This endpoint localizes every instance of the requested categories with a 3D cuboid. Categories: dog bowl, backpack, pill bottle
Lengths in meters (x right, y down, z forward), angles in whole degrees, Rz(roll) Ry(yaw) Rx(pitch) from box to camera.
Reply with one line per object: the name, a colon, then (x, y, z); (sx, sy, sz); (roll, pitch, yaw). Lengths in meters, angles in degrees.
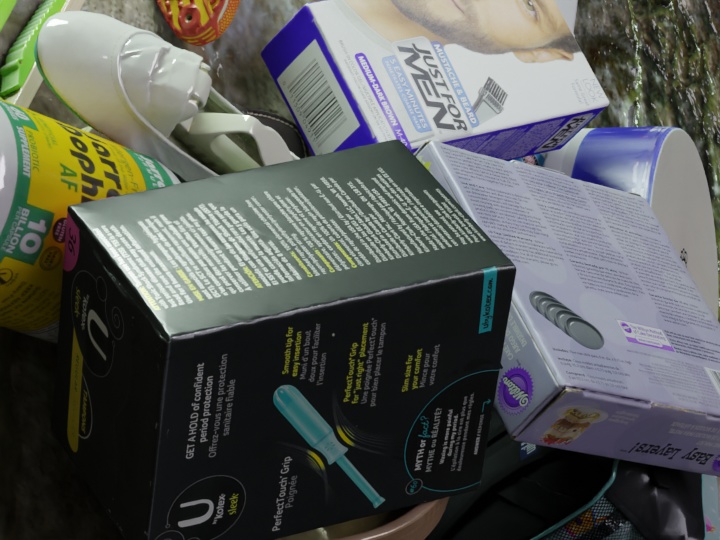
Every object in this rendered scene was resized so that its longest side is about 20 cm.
dog bowl: (0.179, 0.004, 1.979); (0.200, 0.079, 0.201); (-2, 90, -71)
backpack: (0.115, 0.157, 1.766); (0.153, 0.200, 0.176); (50, 23, -25)
pill bottle: (-0.159, -0.019, 1.577); (0.200, 0.113, 0.113); (21, 56, -46)

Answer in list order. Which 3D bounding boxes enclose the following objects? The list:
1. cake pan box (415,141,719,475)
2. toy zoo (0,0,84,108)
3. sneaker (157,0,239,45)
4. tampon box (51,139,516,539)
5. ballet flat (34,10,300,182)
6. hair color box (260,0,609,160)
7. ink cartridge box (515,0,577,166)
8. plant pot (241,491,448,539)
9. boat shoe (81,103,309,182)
cake pan box: (0.127, 0.023, 1.656); (0.200, 0.052, 0.185); (11, 42, -45)
toy zoo: (-0.238, -0.184, 1.637); (0.200, 0.020, 0.131); (49, 40, -26)
sneaker: (-0.085, -0.225, 1.820); (0.077, 0.073, 0.201); (37, 48, -50)
tampon box: (-0.043, 0.041, 1.532); (0.199, 0.150, 0.126); (-11, 39, -27)
ballet flat: (-0.092, -0.085, 1.634); (0.200, 0.069, 0.070); (40, 44, -37)
hair color box: (0.048, -0.119, 1.847); (0.200, 0.065, 0.110); (-14, 71, -42)
ink cartridge box: (0.078, -0.138, 1.987); (0.116, 0.068, 0.200); (41, 44, -32)
plant pot: (-0.052, 0.122, 1.627); (0.201, 0.200, 0.093); (-51, 155, -51)
boat shoe: (-0.087, -0.065, 1.735); (0.200, 0.065, 0.073); (-11, 82, -54)
